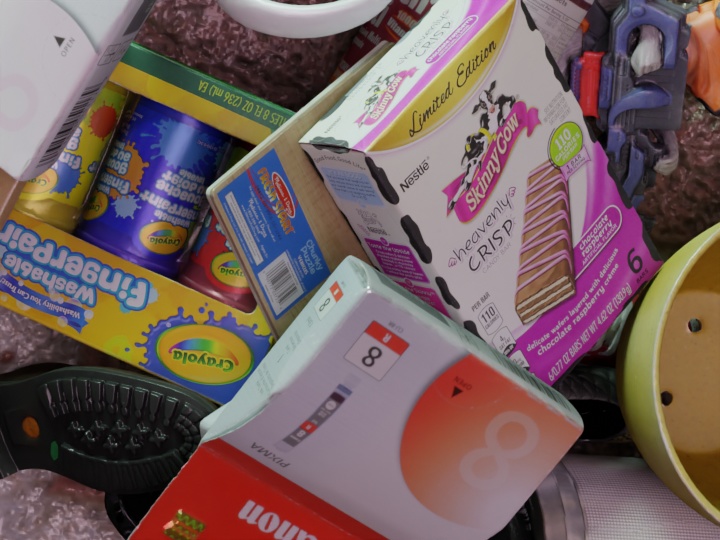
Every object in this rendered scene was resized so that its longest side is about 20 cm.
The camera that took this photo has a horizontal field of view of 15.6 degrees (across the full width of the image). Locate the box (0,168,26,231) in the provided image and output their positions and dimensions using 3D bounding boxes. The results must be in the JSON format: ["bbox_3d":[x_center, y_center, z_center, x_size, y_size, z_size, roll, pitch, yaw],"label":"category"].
[{"bbox_3d":[-0.244,-0.105,1.460,0.163,0.021,0.200,29,93,11],"label":"box"}]

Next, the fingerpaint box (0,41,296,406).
[{"bbox_3d":[-0.119,-0.035,1.487,0.200,0.073,0.167,25,94,6],"label":"fingerpaint box"}]

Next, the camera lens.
[{"bbox_3d":[0.167,0.194,1.608,0.199,0.160,0.161,5,99,-17],"label":"camera lens"}]

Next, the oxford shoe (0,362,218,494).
[{"bbox_3d":[-0.152,0.079,1.489,0.084,0.199,0.073,-27,115,-54],"label":"oxford shoe"}]

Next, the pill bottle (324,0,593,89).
[{"bbox_3d":[0.072,-0.155,1.529,0.109,0.110,0.200,28,98,-19],"label":"pill bottle"}]

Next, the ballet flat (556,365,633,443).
[{"bbox_3d":[0.120,0.088,1.588,0.066,0.057,0.200,-33,154,26],"label":"ballet flat"}]

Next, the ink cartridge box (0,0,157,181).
[{"bbox_3d":[-0.207,-0.171,1.397,0.200,0.057,0.163,37,114,5],"label":"ink cartridge box"}]

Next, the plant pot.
[{"bbox_3d":[0.229,0.061,1.541,0.199,0.142,0.201,1,88,-20],"label":"plant pot"}]

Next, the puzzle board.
[{"bbox_3d":[0.003,-0.002,1.442,0.151,0.017,0.200,-41,120,-31],"label":"puzzle board"}]

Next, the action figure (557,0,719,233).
[{"bbox_3d":[0.188,-0.111,1.611,0.193,0.105,0.200,2,130,-11],"label":"action figure"}]

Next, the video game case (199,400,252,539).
[{"bbox_3d":[-0.010,0.128,1.501,0.182,0.022,0.201,-33,130,-36],"label":"video game case"}]

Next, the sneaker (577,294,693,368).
[{"bbox_3d":[0.128,0.020,1.587,0.199,0.112,0.071,20,90,-19],"label":"sneaker"}]

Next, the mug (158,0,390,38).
[{"bbox_3d":[-0.047,-0.211,1.455,0.175,0.148,0.200,-10,58,-18],"label":"mug"}]

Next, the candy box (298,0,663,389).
[{"bbox_3d":[0.071,-0.036,1.443,0.136,0.061,0.200,-47,123,-24],"label":"candy box"}]

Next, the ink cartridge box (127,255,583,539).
[{"bbox_3d":[-0.003,0.112,1.400,0.162,0.050,0.200,33,98,-28],"label":"ink cartridge box"}]

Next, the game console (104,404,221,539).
[{"bbox_3d":[-0.038,0.142,1.566,0.116,0.176,0.200,-31,109,21],"label":"game console"}]
